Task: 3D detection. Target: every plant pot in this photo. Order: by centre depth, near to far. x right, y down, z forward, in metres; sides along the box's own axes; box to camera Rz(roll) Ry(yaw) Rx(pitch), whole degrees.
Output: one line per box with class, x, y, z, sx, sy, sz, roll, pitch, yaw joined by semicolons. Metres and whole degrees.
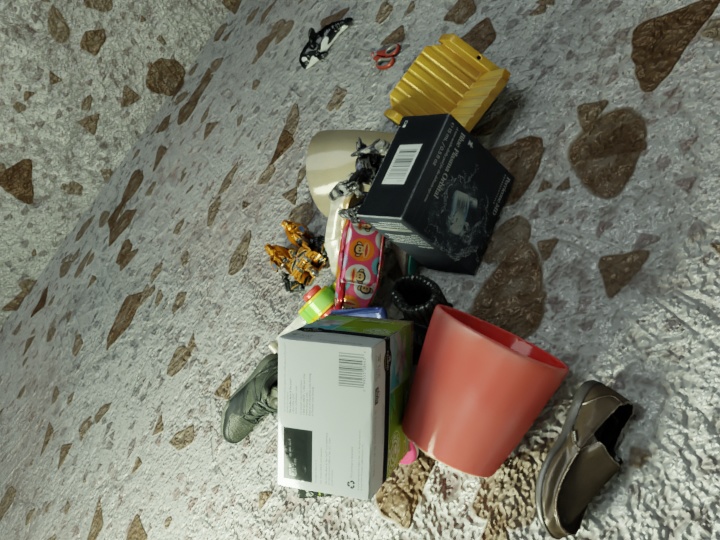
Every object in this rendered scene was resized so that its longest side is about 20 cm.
plant pot;0.154;0.166;0.974;0.200;0.200;0.178;33;99;55
plant pot;0.024;-0.205;1.447;0.200;0.187;0.188;-4;58;31

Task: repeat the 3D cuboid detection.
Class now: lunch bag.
lunch bag;0.000;0.000;1.322;0.176;0.082;0.201;94;-175;-72

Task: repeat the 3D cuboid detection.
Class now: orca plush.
orca plush;-0.114;-0.665;2.051;0.200;0.071;0.105;-28;44;35

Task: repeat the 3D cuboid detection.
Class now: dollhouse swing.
dollhouse swing;0.159;-0.342;1.365;0.200;0.182;0.176;-52;-2;6

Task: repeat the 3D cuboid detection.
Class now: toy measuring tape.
toy measuring tape;-0.107;0.090;1.421;0.200;0.074;0.074;-43;35;-3

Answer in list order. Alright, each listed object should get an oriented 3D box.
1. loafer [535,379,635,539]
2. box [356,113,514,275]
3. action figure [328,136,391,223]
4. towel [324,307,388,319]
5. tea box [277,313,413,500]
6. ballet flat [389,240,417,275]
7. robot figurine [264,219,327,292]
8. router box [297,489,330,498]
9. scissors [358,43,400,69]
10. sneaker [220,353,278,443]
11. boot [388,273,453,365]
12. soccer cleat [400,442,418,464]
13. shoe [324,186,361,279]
loafer;0.273;0.228;0.865;0.071;0.073;0.200;4;66;53
box;0.131;-0.126;1.208;0.117;0.200;0.197;10;71;50
action figure;0.022;-0.165;1.267;0.102;0.119;0.200;-6;32;29
towel;0.016;0.157;1.177;0.145;0.024;0.200;-8;100;46
tea box;-0.015;0.175;0.985;0.133;0.197;0.201;4;98;18
ballet flat;0.085;-0.089;1.311;0.067;0.068;0.201;14;94;22
robot figurine;-0.143;-0.035;1.594;0.145;0.058;0.200;-55;34;5
router box;-0.079;0.257;1.209;0.150;0.062;0.200;93;173;-47
scissors;0.033;-0.542;1.824;0.200;0.014;0.073;20;81;53
sneaker;-0.200;0.265;1.408;0.200;0.076;0.114;-52;28;-2
boot;0.081;0.077;1.138;0.211;0.158;0.080;-1;50;48
soccer cleat;0.019;0.218;1.133;0.086;0.200;0.070;-40;-15;-55
shoe;-0.038;-0.074;1.423;0.053;0.070;0.200;19;119;21
